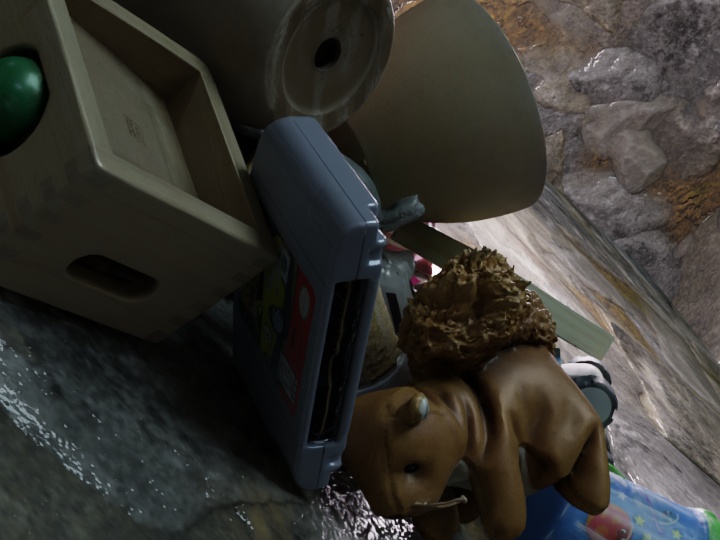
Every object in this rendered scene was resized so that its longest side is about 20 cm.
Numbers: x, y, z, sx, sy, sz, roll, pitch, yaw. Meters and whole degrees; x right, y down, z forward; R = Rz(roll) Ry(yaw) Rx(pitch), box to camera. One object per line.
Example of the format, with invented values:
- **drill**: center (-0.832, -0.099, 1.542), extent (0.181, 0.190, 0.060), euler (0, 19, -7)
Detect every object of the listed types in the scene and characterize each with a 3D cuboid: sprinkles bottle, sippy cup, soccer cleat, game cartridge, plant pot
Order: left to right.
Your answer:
- **plant pot**: center (-0.077, -0.178, 0.890), extent (0.173, 0.200, 0.200), euler (36, 6, 34)
- **game cartridge**: center (-0.038, 0.017, 0.782), extent (0.041, 0.200, 0.133), euler (-5, 38, -21)
- **sprinkles bottle**: center (-0.022, 0.009, 0.897), extent (0.068, 0.068, 0.200), euler (-112, -179, -58)
- **soccer cleat**: center (0.000, 0.000, 1.117), extent (0.200, 0.085, 0.069), euler (41, 15, -21)
- **plant pot**: center (0.048, -0.121, 1.106), extent (0.200, 0.134, 0.200), euler (58, -17, 29)
- **sippy cup**: center (0.190, 0.216, 0.999), extent (0.130, 0.140, 0.178), euler (34, -11, -6)

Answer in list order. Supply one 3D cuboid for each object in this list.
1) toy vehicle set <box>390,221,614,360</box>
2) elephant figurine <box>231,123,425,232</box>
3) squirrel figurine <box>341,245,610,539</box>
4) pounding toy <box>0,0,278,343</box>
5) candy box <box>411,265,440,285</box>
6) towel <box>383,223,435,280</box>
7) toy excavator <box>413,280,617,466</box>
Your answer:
- **toy vehicle set**: center (0.130, 0.016, 1.172), extent (0.200, 0.027, 0.124), euler (29, 1, -44)
- **elephant figurine**: center (-0.082, -0.087, 1.004), extent (0.155, 0.141, 0.200), euler (24, 28, -52)
- **squirrel figurine**: center (0.060, 0.085, 0.880), extent (0.186, 0.141, 0.201), euler (8, 81, -42)
- **pounding toy**: center (-0.182, -0.071, 0.740), extent (0.200, 0.142, 0.184), euler (28, 33, -53)
- **candy box**: center (0.026, -0.013, 1.281), extent (0.200, 0.061, 0.136), euler (40, 13, -21)
- **towel**: center (0.021, -0.104, 1.201), extent (0.146, 0.030, 0.200), euler (24, 61, -33)
- **toy excavator**: center (0.132, 0.109, 1.191), extent (0.100, 0.199, 0.195), euler (-57, 147, -78)
